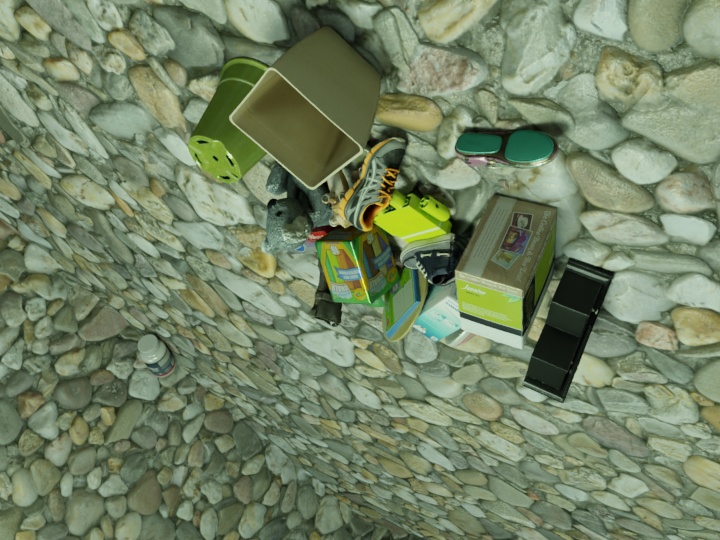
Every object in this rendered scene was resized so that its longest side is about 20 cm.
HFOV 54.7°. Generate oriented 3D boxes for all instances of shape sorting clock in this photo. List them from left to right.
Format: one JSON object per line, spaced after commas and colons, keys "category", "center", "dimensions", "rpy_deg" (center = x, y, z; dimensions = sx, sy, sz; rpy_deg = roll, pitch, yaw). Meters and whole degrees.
{"category": "shape sorting clock", "center": [0.103, 0.067, 1.597], "dimensions": [0.039, 0.203, 0.199], "rpy_deg": [24, 155, -22]}

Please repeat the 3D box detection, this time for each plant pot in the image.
{"category": "plant pot", "center": [-0.244, -0.282, 1.395], "dimensions": [0.198, 0.191, 0.201], "rpy_deg": [22, 150, 13]}
{"category": "plant pot", "center": [-0.076, -0.298, 1.224], "dimensions": [0.199, 0.178, 0.199], "rpy_deg": [40, 150, -16]}

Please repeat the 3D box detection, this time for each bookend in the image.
{"category": "bookend", "center": [0.410, 0.121, 1.386], "dimensions": [0.091, 0.200, 0.201], "rpy_deg": [22, 149, 19]}

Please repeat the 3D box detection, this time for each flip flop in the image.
{"category": "flip flop", "center": [0.010, -0.185, 1.438], "dimensions": [0.080, 0.058, 0.201], "rpy_deg": [26, 150, 9]}

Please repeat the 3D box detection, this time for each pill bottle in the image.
{"category": "pill bottle", "center": [-0.903, 0.373, 3.070], "dimensions": [0.118, 0.120, 0.201], "rpy_deg": [17, 148, 22]}

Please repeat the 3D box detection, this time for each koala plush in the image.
{"category": "koala plush", "center": [-0.136, -0.123, 1.522], "dimensions": [0.184, 0.201, 0.176], "rpy_deg": [43, 148, -22]}

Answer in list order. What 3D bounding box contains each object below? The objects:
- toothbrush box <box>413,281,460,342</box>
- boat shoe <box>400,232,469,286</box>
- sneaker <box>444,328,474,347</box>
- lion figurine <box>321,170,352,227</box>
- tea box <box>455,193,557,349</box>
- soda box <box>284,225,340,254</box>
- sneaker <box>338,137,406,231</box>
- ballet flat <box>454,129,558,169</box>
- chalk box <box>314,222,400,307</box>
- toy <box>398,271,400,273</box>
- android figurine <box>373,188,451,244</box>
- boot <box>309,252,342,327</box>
{"category": "toothbrush box", "center": [0.202, 0.053, 1.531], "dimensions": [0.085, 0.148, 0.200], "rpy_deg": [32, 150, -7]}
{"category": "boat shoe", "center": [0.144, -0.011, 1.473], "dimensions": [0.074, 0.094, 0.199], "rpy_deg": [27, 155, -24]}
{"category": "sneaker", "center": [0.282, 0.112, 1.546], "dimensions": [0.104, 0.076, 0.201], "rpy_deg": [32, 111, -21]}
{"category": "lion figurine", "center": [-0.054, -0.189, 1.450], "dimensions": [0.071, 0.203, 0.122], "rpy_deg": [-11, 180, 13]}
{"category": "tea box", "center": [0.281, 0.002, 1.326], "dimensions": [0.132, 0.201, 0.198], "rpy_deg": [17, 147, 23]}
{"category": "soda box", "center": [-0.121, -0.089, 1.702], "dimensions": [0.198, 0.064, 0.070], "rpy_deg": [-4, 137, 45]}
{"category": "sneaker", "center": [0.036, -0.165, 1.351], "dimensions": [0.077, 0.078, 0.201], "rpy_deg": [50, 121, 34]}
{"category": "ballet flat", "center": [0.255, -0.201, 1.192], "dimensions": [0.198, 0.070, 0.071], "rpy_deg": [10, 163, 40]}
{"category": "chalk box", "center": [0.000, 0.000, 1.595], "dimensions": [0.124, 0.124, 0.203], "rpy_deg": [-1, 115, 42]}
{"category": "toy", "center": [0.104, 0.075, 1.756], "dimensions": [0.114, 0.047, 0.200], "rpy_deg": [-7, 133, 50]}
{"category": "android figurine", "center": [0.109, -0.106, 1.455], "dimensions": [0.199, 0.042, 0.181], "rpy_deg": [29, 155, -29]}
{"category": "boot", "center": [-0.056, 0.048, 1.681], "dimensions": [0.068, 0.177, 0.199], "rpy_deg": [-2, 171, 36]}
